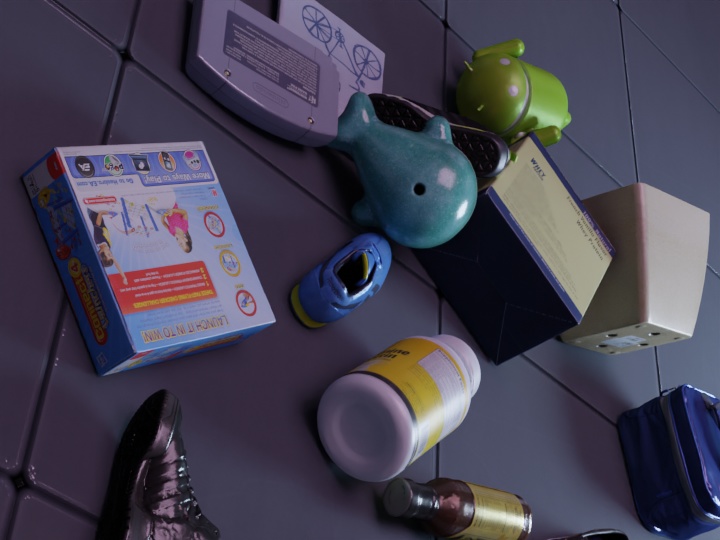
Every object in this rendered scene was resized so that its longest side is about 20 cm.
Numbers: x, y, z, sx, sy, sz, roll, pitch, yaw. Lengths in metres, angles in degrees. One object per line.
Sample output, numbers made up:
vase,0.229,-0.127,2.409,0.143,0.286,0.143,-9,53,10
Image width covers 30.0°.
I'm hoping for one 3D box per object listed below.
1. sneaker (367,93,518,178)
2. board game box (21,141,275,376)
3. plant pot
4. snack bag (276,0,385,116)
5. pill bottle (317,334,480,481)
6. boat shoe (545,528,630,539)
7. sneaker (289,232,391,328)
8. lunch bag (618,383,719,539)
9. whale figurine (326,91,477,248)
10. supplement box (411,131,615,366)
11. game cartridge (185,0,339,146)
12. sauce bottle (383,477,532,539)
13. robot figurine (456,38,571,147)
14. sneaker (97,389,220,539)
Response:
sneaker,0.092,-0.160,1.629,0.198,0.072,0.083,23,19,10
board game box,-0.192,-0.018,1.247,0.199,0.056,0.198,-9,74,-55
plant pot,0.359,0.010,1.844,0.199,0.199,0.180,15,65,-46
snack bag,-0.038,-0.237,1.642,0.188,0.021,0.202,31,46,-36
pill bottle,0.048,0.134,1.402,0.199,0.111,0.113,-26,87,-57
boat shoe,0.257,0.339,1.567,0.199,0.066,0.071,4,63,-52
sneaker,0.000,0.000,1.470,0.066,0.078,0.200,56,32,-3
lunch bag,0.448,0.251,1.825,0.135,0.132,0.202,20,51,-44
whale figurine,0.043,-0.116,1.543,0.200,0.159,0.104,44,5,2
supplement box,0.195,-0.030,1.695,0.201,0.134,0.200,54,35,-10
game cartridge,-0.108,-0.223,1.509,0.199,0.041,0.135,27,53,-32
sauce bottle,0.102,0.255,1.430,0.199,0.064,0.065,21,50,-42
robot figurine,0.213,-0.236,1.886,0.199,0.115,0.177,11,55,-48
sneaker,-0.160,0.208,1.126,0.104,0.060,0.202,36,46,-30
